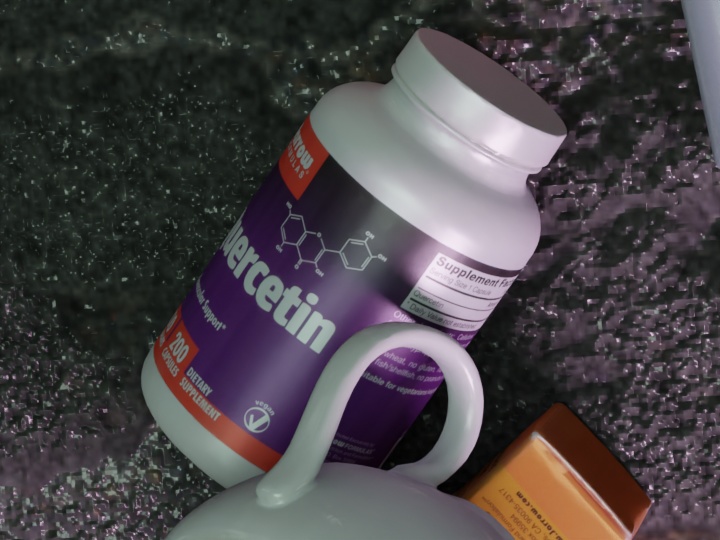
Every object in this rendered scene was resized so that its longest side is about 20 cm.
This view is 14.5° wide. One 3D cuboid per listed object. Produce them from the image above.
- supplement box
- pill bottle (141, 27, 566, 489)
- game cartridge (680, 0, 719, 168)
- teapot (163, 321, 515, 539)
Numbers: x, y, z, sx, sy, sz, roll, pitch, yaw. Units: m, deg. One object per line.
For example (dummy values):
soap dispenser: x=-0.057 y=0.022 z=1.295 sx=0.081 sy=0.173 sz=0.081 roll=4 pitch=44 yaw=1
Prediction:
supplement box: x=0.033 y=0.149 z=1.247 sx=0.069 sy=0.067 sz=0.200 roll=46 pitch=107 yaw=3
pill bottle: x=0.000 y=0.000 z=1.203 sx=0.112 sy=0.112 sz=0.200 roll=36 pitch=106 yaw=5
game cartridge: x=0.226 y=-0.105 z=1.108 sx=0.199 sy=0.042 sz=0.134 roll=-11 pitch=90 yaw=20
teapot: x=0.012 y=0.155 z=1.147 sx=0.198 sy=0.146 sz=0.200 roll=52 pitch=137 yaw=16
